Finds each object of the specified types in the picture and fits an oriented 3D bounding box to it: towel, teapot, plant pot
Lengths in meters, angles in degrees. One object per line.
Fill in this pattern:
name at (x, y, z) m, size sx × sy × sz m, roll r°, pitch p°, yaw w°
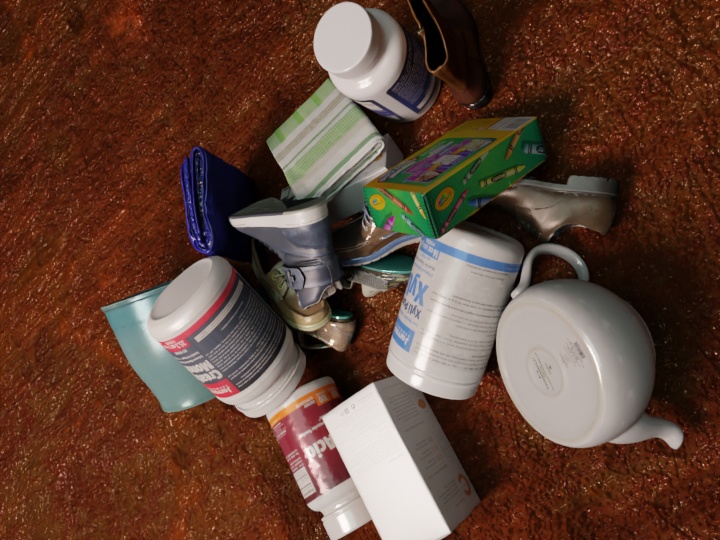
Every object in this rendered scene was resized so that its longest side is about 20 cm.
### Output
towel at (-0.055, -0.185, 0.897) m, size 0.149 × 0.031 × 0.201 m, roll -40°, pitch 45°, yaw 9°
teapot at (0.261, 0.091, 0.708) m, size 0.197 × 0.144 × 0.204 m, roll 28°, pitch 129°, yaw 56°
plant pot at (-0.280, 0.111, 0.981) m, size 0.197 × 0.200 × 0.191 m, roll -17°, pitch 97°, yaw 27°
towel at (-0.209, -0.090, 0.929) m, size 0.048 × 0.200 × 0.151 m, roll -6°, pitch 85°, yaw 10°

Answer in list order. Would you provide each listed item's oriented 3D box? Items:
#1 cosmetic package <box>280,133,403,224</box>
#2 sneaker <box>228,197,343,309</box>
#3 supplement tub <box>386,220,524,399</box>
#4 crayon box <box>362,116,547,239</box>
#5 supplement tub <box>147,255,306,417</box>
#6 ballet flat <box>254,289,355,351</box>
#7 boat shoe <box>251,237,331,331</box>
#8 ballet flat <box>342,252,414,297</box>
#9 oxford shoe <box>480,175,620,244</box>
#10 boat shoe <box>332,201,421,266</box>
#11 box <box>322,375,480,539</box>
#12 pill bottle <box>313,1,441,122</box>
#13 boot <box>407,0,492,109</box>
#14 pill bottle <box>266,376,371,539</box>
cosmetic package at (-0.033, -0.118, 0.897) m, size 0.197 × 0.051 × 0.084 m, roll -23°, pitch 42°, yaw 26°
sneaker at (-0.103, -0.023, 0.852) m, size 0.200 × 0.076 × 0.149 m, roll 9°, pitch 123°, yaw 49°
supplement tub at (0.118, 0.043, 0.781) m, size 0.130 × 0.131 × 0.204 m, roll 23°, pitch 104°, yaw 26°
crayon box at (0.114, -0.118, 0.742) m, size 0.118 × 0.199 × 0.059 m, roll 16°, pitch 135°, yaw 54°
supplement tub at (-0.182, 0.094, 0.857) m, size 0.139 × 0.141 × 0.201 m, roll -26°, pitch 119°, yaw 25°
ballet flat at (-0.099, 0.082, 0.945) m, size 0.197 × 0.068 × 0.069 m, roll 13°, pitch 106°, yaw 29°
boat shoe at (-0.113, 0.013, 0.914) m, size 0.073 × 0.067 × 0.200 m, roll -32°, pitch 48°, yaw -20°
ballet flat at (0.000, 0.000, 0.899) m, size 0.197 × 0.072 × 0.074 m, roll 16°, pitch 96°, yaw 28°
oxford shoe at (0.215, -0.075, 0.771) m, size 0.197 × 0.072 × 0.086 m, roll 7°, pitch 94°, yaw 29°
boat shoe at (0.033, -0.069, 0.842) m, size 0.196 × 0.073 × 0.073 m, roll -19°, pitch 47°, yaw 7°
box at (0.056, 0.253, 0.823) m, size 0.097 × 0.124 × 0.202 m, roll -36°, pitch 73°, yaw 23°
pill bottle at (0.024, -0.271, 0.806) m, size 0.109 × 0.199 × 0.114 m, roll 0°, pitch 89°, yaw 27°
boot at (0.091, -0.304, 0.769) m, size 0.067 × 0.199 × 0.192 m, roll -17°, pitch 81°, yaw 26°
pill bottle at (-0.045, 0.268, 0.883) m, size 0.114 × 0.114 × 0.202 m, roll -36°, pitch 73°, yaw 23°
